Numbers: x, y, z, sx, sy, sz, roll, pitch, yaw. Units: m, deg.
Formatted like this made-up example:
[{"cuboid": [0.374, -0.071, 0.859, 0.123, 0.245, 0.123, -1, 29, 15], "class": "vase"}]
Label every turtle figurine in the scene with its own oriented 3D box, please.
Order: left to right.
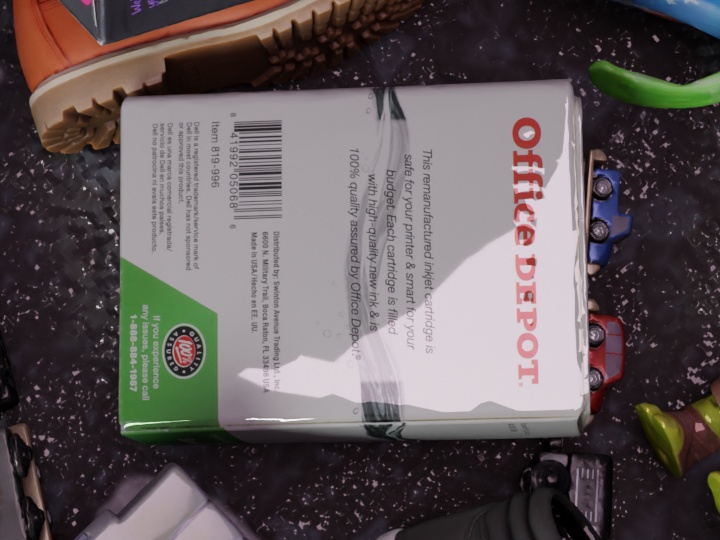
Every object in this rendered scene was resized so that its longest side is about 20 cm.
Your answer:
[{"cuboid": [0.205, 0.040, 0.979, 0.161, 0.065, 0.200, -35, 66, -11], "class": "turtle figurine"}]

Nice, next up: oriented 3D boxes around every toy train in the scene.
[{"cuboid": [-0.152, 0.102, 0.935, 0.034, 0.046, 0.202, -16, 77, 0], "class": "toy train"}, {"cuboid": [0.099, 0.038, 0.984, 0.045, 0.034, 0.202, 4, 81, -8], "class": "toy train"}]

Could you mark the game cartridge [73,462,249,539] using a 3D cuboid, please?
[{"cuboid": [-0.103, 0.187, 0.844, 0.200, 0.038, 0.130, -44, 92, -14], "class": "game cartridge"}]

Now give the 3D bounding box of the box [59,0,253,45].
[{"cuboid": [-0.053, -0.191, 0.922, 0.199, 0.107, 0.122, -19, 45, -27], "class": "box"}]

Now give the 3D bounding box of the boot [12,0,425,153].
[{"cuboid": [-0.064, -0.135, 0.982, 0.198, 0.075, 0.108, -17, 74, -10], "class": "boot"}]

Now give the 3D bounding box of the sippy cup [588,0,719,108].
[{"cuboid": [0.141, -0.173, 0.981, 0.129, 0.141, 0.179, 10, 41, 7], "class": "sippy cup"}]

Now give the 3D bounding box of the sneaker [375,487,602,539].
[{"cuboid": [0.086, 0.183, 0.911, 0.099, 0.071, 0.201, -30, 75, 21], "class": "sneaker"}]

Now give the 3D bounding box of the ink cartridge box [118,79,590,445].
[{"cuboid": [0.000, 0.000, 0.940, 0.198, 0.083, 0.148, -1, 80, 7], "class": "ink cartridge box"}]
